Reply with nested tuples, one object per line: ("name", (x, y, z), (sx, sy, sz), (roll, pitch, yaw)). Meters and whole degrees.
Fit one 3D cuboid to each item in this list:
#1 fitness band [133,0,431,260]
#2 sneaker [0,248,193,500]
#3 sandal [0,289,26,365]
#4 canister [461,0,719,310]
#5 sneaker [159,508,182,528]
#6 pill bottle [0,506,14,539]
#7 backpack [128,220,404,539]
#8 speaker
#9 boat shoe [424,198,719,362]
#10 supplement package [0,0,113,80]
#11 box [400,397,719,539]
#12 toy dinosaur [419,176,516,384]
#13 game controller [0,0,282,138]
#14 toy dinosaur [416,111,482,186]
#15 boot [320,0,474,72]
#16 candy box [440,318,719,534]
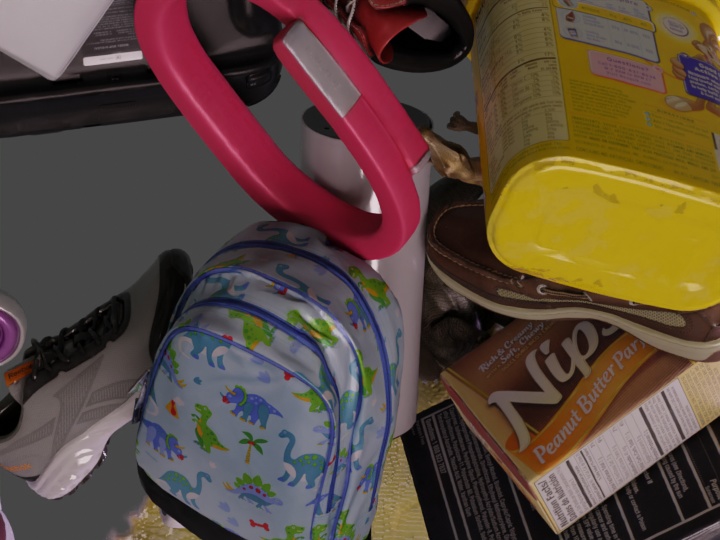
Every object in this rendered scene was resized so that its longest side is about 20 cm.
("fitness band", (-0.041, -0.088, 1.023), (0.037, 0.143, 0.201), (-49, 118, -26))
("sneaker", (-0.171, 0.062, 1.193), (0.079, 0.074, 0.200), (30, 115, -25))
("sandal", (-0.300, 0.027, 1.147), (0.200, 0.050, 0.083), (7, 125, -18))
("canister", (0.128, -0.082, 0.998), (0.147, 0.201, 0.087), (14, 130, -12))
("sneaker", (-0.060, 0.090, 1.247), (0.111, 0.073, 0.201), (3, 133, -21))
("pill bottle", (-0.272, 0.207, 1.195), (0.113, 0.201, 0.115), (-6, 128, -8))
("backpack", (-0.051, 0.072, 1.084), (0.162, 0.154, 0.201), (31, 116, 15))
("speaker", (0.000, 0.000, 1.154), (0.080, 0.081, 0.202), (-3, 115, -11))
("boat shoe", (0.124, -0.012, 1.074), (0.200, 0.075, 0.075), (13, 153, 26))
("supplement package", (-0.162, -0.207, 0.902), (0.117, 0.201, 0.117), (29, 116, -26))
("box", (0.149, 0.150, 1.159), (0.197, 0.201, 0.124), (-27, 127, 9))
("toy dinosaur", (0.055, 0.001, 1.191), (0.077, 0.102, 0.202), (-29, 123, -41))
("game controller", (-0.142, -0.133, 1.078), (0.198, 0.042, 0.105), (-8, 114, -8))
("toy dinosaur", (0.111, -0.057, 1.098), (0.198, 0.101, 0.059), (2, 108, -23))
("boot", (-0.033, -0.174, 0.999), (0.198, 0.145, 0.073), (18, 123, -24))
("candy box", (0.159, 0.050, 1.117), (0.199, 0.116, 0.055), (-36, 129, -4))
